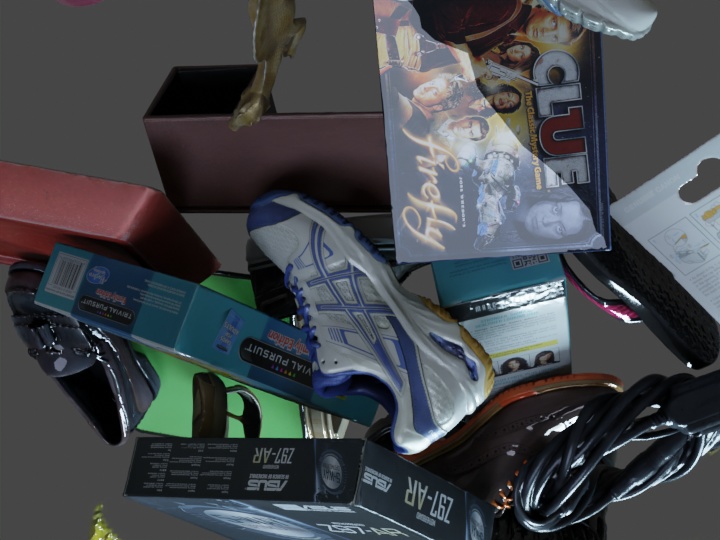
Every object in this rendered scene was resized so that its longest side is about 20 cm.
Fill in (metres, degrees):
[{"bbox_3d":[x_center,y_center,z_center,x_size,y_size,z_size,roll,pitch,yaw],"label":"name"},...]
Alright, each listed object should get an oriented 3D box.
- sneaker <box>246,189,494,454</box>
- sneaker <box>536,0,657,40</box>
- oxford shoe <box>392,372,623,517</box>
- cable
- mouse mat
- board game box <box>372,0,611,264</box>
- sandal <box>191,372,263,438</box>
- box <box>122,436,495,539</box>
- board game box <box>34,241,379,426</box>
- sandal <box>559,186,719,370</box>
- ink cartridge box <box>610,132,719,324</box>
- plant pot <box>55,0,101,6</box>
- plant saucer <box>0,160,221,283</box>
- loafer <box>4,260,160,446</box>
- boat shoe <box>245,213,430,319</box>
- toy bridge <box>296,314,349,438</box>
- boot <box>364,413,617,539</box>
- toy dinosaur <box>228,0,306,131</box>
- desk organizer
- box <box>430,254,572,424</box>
[{"bbox_3d":[-0.012,0.031,1.060,0.200,0.088,0.075,41,166,19],"label":"sneaker"},{"bbox_3d":[0.096,-0.209,0.930,0.200,0.075,0.087,44,96,-5],"label":"sneaker"},{"bbox_3d":[0.104,0.135,1.179,0.200,0.073,0.071,-32,145,27],"label":"oxford shoe"},{"bbox_3d":[0.177,0.125,1.151,0.051,0.200,0.163,60,149,20],"label":"cable"},{"bbox_3d":[-0.124,0.071,1.335,0.160,0.008,0.200,8,134,12],"label":"mouse mat"},{"bbox_3d":[0.080,-0.108,1.014,0.135,0.035,0.201,-4,107,6],"label":"board game box"},{"bbox_3d":[-0.099,0.113,1.254,0.054,0.081,0.200,0,173,-5],"label":"sandal"},{"bbox_3d":[-0.034,0.156,1.133,0.200,0.044,0.160,-3,156,36],"label":"box"},{"bbox_3d":[-0.099,0.046,1.147,0.151,0.047,0.200,15,172,43],"label":"board game box"},{"bbox_3d":[0.170,0.002,1.128,0.045,0.075,0.200,-24,122,36],"label":"sandal"},{"bbox_3d":[0.288,-0.022,1.091,0.200,0.057,0.162,45,130,-11],"label":"ink cartridge box"},{"bbox_3d":[-0.192,-0.252,0.948,0.200,0.200,0.179,-19,138,32],"label":"plant pot"},{"bbox_3d":[-0.215,-0.029,1.180,0.199,0.037,0.200,10,166,10],"label":"plant saucer"},{"bbox_3d":[-0.212,0.067,1.279,0.072,0.063,0.200,3,150,24],"label":"loafer"},{"bbox_3d":[0.000,0.000,1.158,0.200,0.072,0.071,-10,86,47],"label":"boat shoe"},{"bbox_3d":[-0.022,0.110,1.294,0.027,0.067,0.200,3,131,16],"label":"toy bridge"},{"bbox_3d":[0.089,0.183,1.260,0.210,0.158,0.080,1,132,17],"label":"boot"},{"bbox_3d":[-0.053,-0.177,1.018,0.058,0.101,0.200,9,133,10],"label":"toy dinosaur"},{"bbox_3d":[-0.037,-0.089,1.116,0.199,0.072,0.077,1,129,18],"label":"desk organizer"},{"bbox_3d":[0.099,0.041,1.141,0.082,0.049,0.200,-13,150,1],"label":"box"}]
